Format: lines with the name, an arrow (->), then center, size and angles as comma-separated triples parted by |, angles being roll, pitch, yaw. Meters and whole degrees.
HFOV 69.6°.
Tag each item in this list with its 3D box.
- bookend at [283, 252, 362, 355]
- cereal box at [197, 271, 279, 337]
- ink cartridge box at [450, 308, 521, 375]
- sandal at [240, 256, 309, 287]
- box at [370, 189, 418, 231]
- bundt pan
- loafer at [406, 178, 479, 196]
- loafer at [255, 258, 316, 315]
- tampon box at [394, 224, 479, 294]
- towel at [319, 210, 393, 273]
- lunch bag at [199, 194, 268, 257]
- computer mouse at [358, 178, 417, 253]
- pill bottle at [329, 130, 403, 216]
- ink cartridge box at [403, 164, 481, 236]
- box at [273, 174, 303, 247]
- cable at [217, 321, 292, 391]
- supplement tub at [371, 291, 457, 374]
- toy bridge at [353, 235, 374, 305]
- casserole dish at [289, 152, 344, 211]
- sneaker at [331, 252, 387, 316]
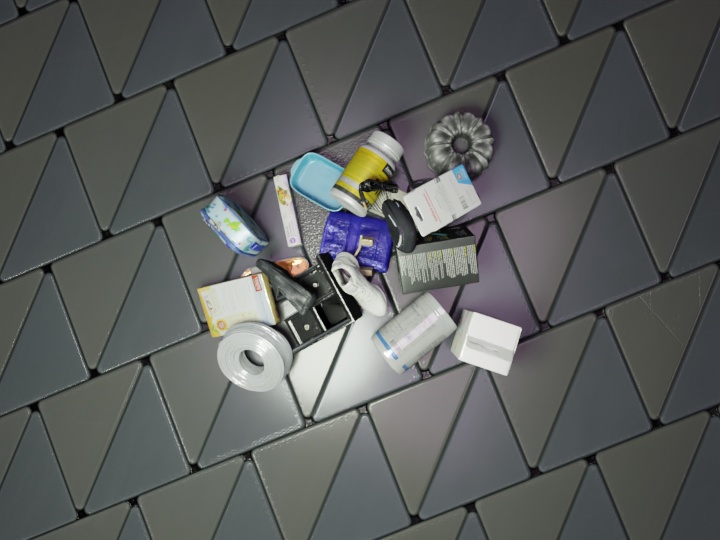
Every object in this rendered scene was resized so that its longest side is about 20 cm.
bookend -> -0.131, 0.086, 1.388 | 0.198, 0.092, 0.201 | -29, 88, 15
cereal box -> -0.332, 0.094, 1.414 | 0.199, 0.040, 0.145 | -12, 98, 14
ink cartridge box -> 0.320, 0.179, 1.329 | 0.128, 0.200, 0.126 | 17, 89, 3
sandal -> -0.245, 0.006, 1.432 | 0.205, 0.059, 0.080 | -20, 87, 2
box -> 0.085, -0.183, 1.417 | 0.199, 0.068, 0.083 | 22, 88, 4
bundt pan -> 0.273, -0.341, 1.411 | 0.200, 0.076, 0.203 | 0, 89, 3
loafer -> 0.227, -0.216, 1.414 | 0.199, 0.063, 0.072 | 10, 88, 3
loafer -> -0.202, 0.039, 1.336 | 0.200, 0.068, 0.071 | 36, 98, 21
tampon box -> 0.194, -0.032, 1.354 | 0.199, 0.150, 0.127 | -8, 106, 3
towel -> -0.008, -0.081, 1.429 | 0.199, 0.050, 0.149 | 11, 90, 3
lunch bag -> -0.325, -0.112, 1.370 | 0.082, 0.200, 0.161 | -43, 87, 1
computer mouse -> 0.071, -0.139, 1.240 | 0.140, 0.046, 0.201 | 0, 66, -39
pill bottle -> 0.019, -0.250, 1.333 | 0.114, 0.114, 0.201 | 33, 88, 3
ink cartridge box -> 0.194, -0.172, 1.315 | 0.199, 0.067, 0.116 | -29, 96, -22
box -> -0.201, -0.166, 1.445 | 0.038, 0.041, 0.201 | -13, 89, 3
cable -> -0.284, 0.231, 1.387 | 0.200, 0.069, 0.200 | 40, 119, -5
supplement tub -> 0.141, 0.166, 1.373 | 0.200, 0.132, 0.132 | -39, 87, 0
toy bridge -> 0.000, 0.000, 1.400 | 0.067, 0.027, 0.201 | 5, 112, 10
casserole dish -> -0.101, -0.241, 1.432 | 0.199, 0.039, 0.122 | 31, 90, 12
sneaker -> -0.009, 0.050, 1.352 | 0.075, 0.100, 0.200 | -36, 100, 26
